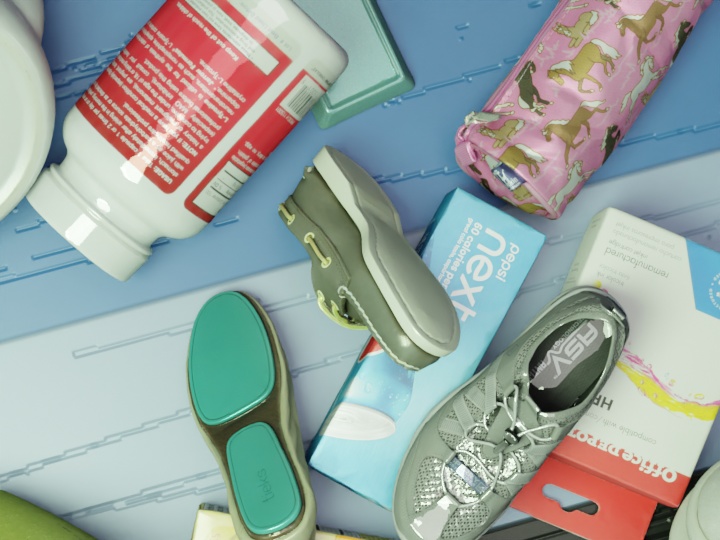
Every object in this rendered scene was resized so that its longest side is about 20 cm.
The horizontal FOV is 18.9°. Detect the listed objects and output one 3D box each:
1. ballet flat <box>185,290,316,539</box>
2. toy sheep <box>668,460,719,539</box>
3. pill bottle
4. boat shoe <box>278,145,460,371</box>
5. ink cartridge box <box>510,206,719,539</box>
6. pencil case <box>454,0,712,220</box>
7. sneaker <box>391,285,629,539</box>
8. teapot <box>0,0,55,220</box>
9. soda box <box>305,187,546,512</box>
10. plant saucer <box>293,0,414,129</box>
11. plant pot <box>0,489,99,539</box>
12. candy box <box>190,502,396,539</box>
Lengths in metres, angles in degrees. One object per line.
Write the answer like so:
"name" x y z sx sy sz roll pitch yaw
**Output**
"ballet flat" -0.064 0.104 1.355 0.069 0.070 0.200 -10 51 -5
"toy sheep" 0.251 0.178 1.339 0.137 0.200 0.138 -7 52 9
"pill bottle" -0.111 -0.094 1.348 0.112 0.112 0.200 42 93 -1
"boat shoe" 0.002 0.001 1.330 0.060 0.202 0.072 -45 128 15
"ink cartridge box" 0.169 0.074 1.388 0.116 0.067 0.200 22 87 -2
"pencil case" 0.145 -0.131 1.390 0.083 0.087 0.200 34 85 28
"sneaker" 0.088 0.088 1.308 0.075 0.082 0.200 37 87 0
"teapot" -0.289 -0.111 1.329 0.199 0.146 0.198 6 113 -24
"soda box" 0.040 0.051 1.381 0.068 0.064 0.200 29 85 -3
"plant saucer" -0.036 -0.196 1.410 0.070 0.019 0.200 -25 88 -5
"plant pot" -0.190 0.227 1.293 0.187 0.187 0.200 -42 55 -5
"candy box" -0.016 0.223 1.373 0.199 0.055 0.116 11 87 -4
